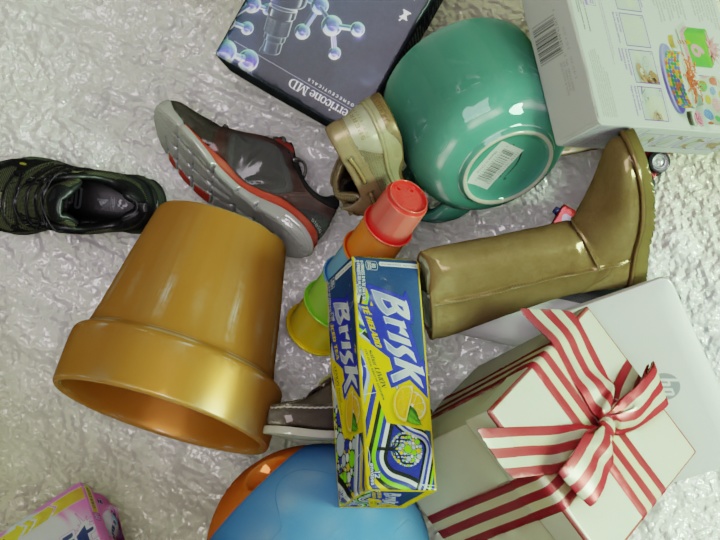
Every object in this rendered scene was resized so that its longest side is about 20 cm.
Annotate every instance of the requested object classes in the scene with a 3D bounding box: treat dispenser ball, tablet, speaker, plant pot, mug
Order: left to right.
[{"bbox_3d":[-0.152,0.045,1.527,0.199,0.200,0.184,16,74,4],"label":"plant pot"},{"bbox_3d":[-0.037,0.253,1.499,0.199,0.201,0.203,0,88,4],"label":"treat dispenser ball"},{"bbox_3d":[0.109,-0.118,1.518,0.151,0.186,0.115,-20,52,-9],"label":"mug"},{"bbox_3d":[0.185,0.040,1.552,0.199,0.081,0.082,13,89,4],"label":"speaker"},{"bbox_3d":[0.251,0.107,1.522,0.129,0.014,0.201,-20,114,20],"label":"tablet"}]

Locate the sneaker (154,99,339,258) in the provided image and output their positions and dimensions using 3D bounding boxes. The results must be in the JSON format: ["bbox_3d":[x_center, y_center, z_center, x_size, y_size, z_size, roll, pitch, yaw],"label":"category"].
[{"bbox_3d":[-0.104,-0.097,1.590,0.200,0.077,0.082,41,64,3],"label":"sneaker"}]

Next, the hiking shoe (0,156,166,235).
[{"bbox_3d":[-0.283,-0.071,1.573,0.198,0.101,0.076,0,88,4],"label":"hiking shoe"}]

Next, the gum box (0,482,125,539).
[{"bbox_3d":[-0.297,0.293,1.553,0.199,0.066,0.114,-33,47,3],"label":"gum box"}]

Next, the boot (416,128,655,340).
[{"bbox_3d":[0.147,-0.026,1.448,0.199,0.066,0.176,-12,130,-6],"label":"boot"}]

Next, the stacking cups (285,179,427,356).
[{"bbox_3d":[0.000,0.000,1.513,0.060,0.061,0.200,42,135,4],"label":"stacking cups"}]

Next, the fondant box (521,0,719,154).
[{"bbox_3d":[0.243,-0.180,1.494,0.199,0.058,0.145,0,72,-37],"label":"fondant box"}]

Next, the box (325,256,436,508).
[{"bbox_3d":[0.016,0.093,1.429,0.064,0.070,0.201,4,69,-22],"label":"box"}]

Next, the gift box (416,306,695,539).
[{"bbox_3d":[0.148,0.149,1.456,0.200,0.186,0.185,49,51,-8],"label":"gift box"}]

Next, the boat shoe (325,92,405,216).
[{"bbox_3d":[0.003,-0.084,1.511,0.064,0.200,0.072,-25,61,-8],"label":"boat shoe"}]

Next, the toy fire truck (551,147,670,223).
[{"bbox_3d":[0.212,-0.115,1.569,0.141,0.049,0.201,32,92,4],"label":"toy fire truck"}]

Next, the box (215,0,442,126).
[{"bbox_3d":[-0.017,-0.240,1.558,0.148,0.107,0.201,29,91,3],"label":"box"}]

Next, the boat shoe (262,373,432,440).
[{"bbox_3d":[-0.009,0.119,1.517,0.072,0.199,0.060,3,91,44],"label":"boat shoe"}]
